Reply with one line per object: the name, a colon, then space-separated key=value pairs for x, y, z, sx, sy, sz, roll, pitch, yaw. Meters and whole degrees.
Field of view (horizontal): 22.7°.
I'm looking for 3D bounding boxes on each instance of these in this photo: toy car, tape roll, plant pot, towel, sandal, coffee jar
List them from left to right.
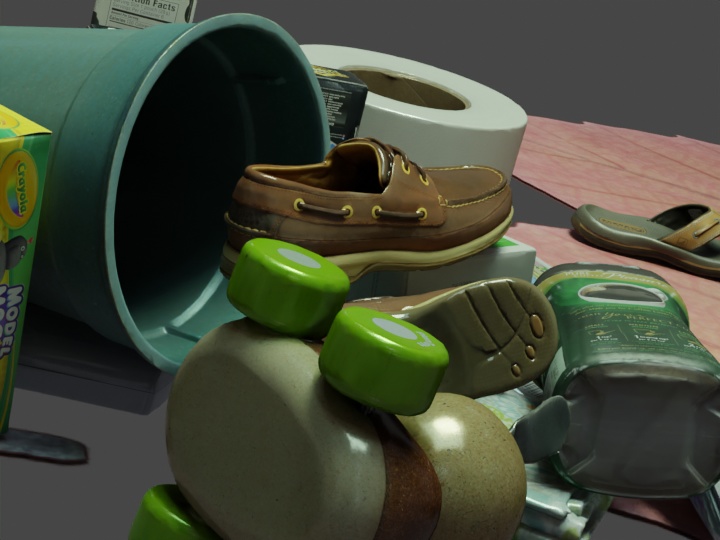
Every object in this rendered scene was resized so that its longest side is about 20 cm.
plant pot: x=-0.152 y=-0.055 z=1.023 sx=0.196 sy=0.200 sz=0.200 roll=11 pitch=14 yaw=32
tape roll: x=0.018 y=-0.081 z=1.411 sx=0.202 sy=0.139 sz=0.203 roll=13 pitch=18 yaw=-4
toy car: x=0.018 y=0.096 z=0.874 sx=0.200 sy=0.164 sz=0.158 roll=12 pitch=16 yaw=-40
towel: x=0.050 y=0.104 z=1.040 sx=0.200 sy=0.048 sz=0.171 roll=20 pitch=16 yaw=15
coffee jar: x=0.150 y=0.058 z=1.045 sx=0.104 sy=0.085 sz=0.200 roll=5 pitch=17 yaw=-1
sandal: x=0.292 y=-0.037 z=1.632 sx=0.200 sy=0.055 sz=0.082 roll=15 pitch=18 yaw=-2

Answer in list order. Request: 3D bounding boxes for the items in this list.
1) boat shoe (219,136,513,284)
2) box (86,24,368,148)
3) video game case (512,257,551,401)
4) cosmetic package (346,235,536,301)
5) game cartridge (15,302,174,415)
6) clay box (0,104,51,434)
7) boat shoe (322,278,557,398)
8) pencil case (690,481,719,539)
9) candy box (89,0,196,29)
boat shoe: x=0.011 y=-0.038 z=0.990 sx=0.200 sy=0.068 sz=0.072 roll=-13 pitch=26 yaw=-39
box: x=-0.108 y=-0.077 z=1.264 sx=0.200 sy=0.159 sz=0.046 roll=8 pitch=17 yaw=-20
video game case: x=0.116 y=0.046 z=1.235 sx=0.200 sy=0.024 sz=0.182 roll=36 pitch=30 yaw=29
cosmetic package: x=0.000 y=0.000 z=1.115 sx=0.108 sy=0.085 sz=0.200 roll=-8 pitch=23 yaw=-39
game cartridge: x=-0.167 y=0.027 z=1.112 sx=0.133 sy=0.041 sz=0.200 roll=16 pitch=18 yaw=-9
clay box: x=-0.222 y=-0.022 z=0.943 sx=0.115 sy=0.200 sz=0.048 roll=28 pitch=25 yaw=34
boat shoe: x=0.003 y=0.051 z=0.959 sx=0.200 sy=0.072 sz=0.068 roll=-11 pitch=-2 yaw=-12
pencil case: x=0.232 y=0.132 z=1.032 sx=0.091 sy=0.083 sz=0.200 roll=27 pitch=16 yaw=-16
candy box: x=-0.174 y=-0.152 z=1.369 sx=0.071 sy=0.200 sz=0.168 roll=13 pitch=18 yaw=-6
